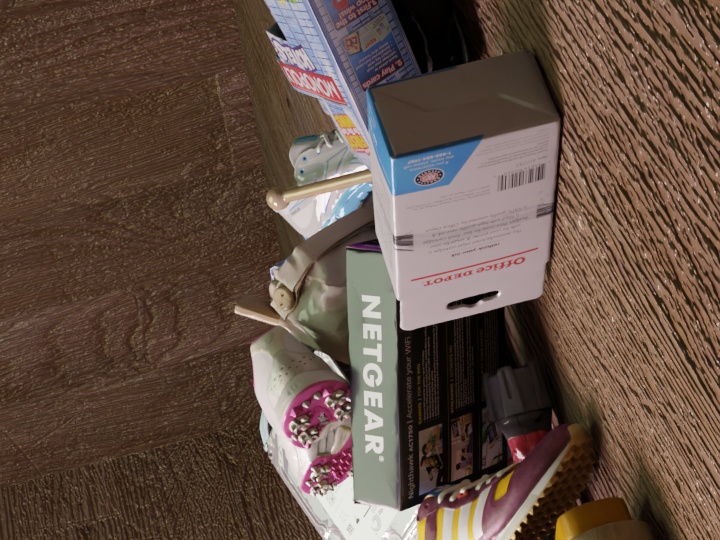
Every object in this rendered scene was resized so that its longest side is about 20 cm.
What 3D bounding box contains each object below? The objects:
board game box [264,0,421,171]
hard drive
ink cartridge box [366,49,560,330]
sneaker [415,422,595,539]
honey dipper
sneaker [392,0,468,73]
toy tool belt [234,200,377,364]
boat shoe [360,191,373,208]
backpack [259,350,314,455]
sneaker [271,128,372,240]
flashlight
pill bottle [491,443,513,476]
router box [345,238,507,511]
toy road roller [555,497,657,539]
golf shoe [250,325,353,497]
[{"bbox_3d":[-0.014,-0.160,1.284,0.200,0.062,0.200,61,167,-21],"label":"board game box"},{"bbox_3d":[0.000,0.175,1.441,0.200,0.038,0.140,52,130,31],"label":"hard drive"},{"bbox_3d":[0.069,-0.050,1.160,0.200,0.116,0.068,86,168,-54],"label":"ink cartridge box"},{"bbox_3d":[0.090,0.175,1.233,0.090,0.075,0.200,44,115,27],"label":"sneaker"},{"bbox_3d":[-0.007,-0.082,1.501,0.038,0.200,0.038,18,-113,-51],"label":"honey dipper"},{"bbox_3d":[0.048,-0.169,1.340,0.200,0.060,0.105,117,142,-76],"label":"sneaker"},{"bbox_3d":[0.000,0.000,1.373,0.123,0.200,0.125,7,116,39],"label":"toy tool belt"},{"bbox_3d":[0.037,-0.049,1.555,0.071,0.064,0.200,-50,14,39],"label":"boat shoe"},{"bbox_3d":[-0.002,0.122,1.608,0.151,0.177,0.200,133,161,-75],"label":"backpack"},{"bbox_3d":[-0.017,-0.106,1.553,0.200,0.087,0.075,-52,7,28],"label":"sneaker"},{"bbox_3d":[0.137,0.170,1.280,0.068,0.068,0.201,-26,76,56],"label":"flashlight"},{"bbox_3d":[0.079,0.111,1.453,0.109,0.108,0.201,109,147,-78],"label":"pill bottle"},{"bbox_3d":[0.054,0.070,1.305,0.051,0.149,0.201,5,101,37],"label":"router box"},{"bbox_3d":[0.132,0.254,1.127,0.200,0.146,0.123,86,168,-57],"label":"toy road roller"},{"bbox_3d":[-0.040,0.112,1.347,0.092,0.075,0.200,52,165,27],"label":"golf shoe"}]
